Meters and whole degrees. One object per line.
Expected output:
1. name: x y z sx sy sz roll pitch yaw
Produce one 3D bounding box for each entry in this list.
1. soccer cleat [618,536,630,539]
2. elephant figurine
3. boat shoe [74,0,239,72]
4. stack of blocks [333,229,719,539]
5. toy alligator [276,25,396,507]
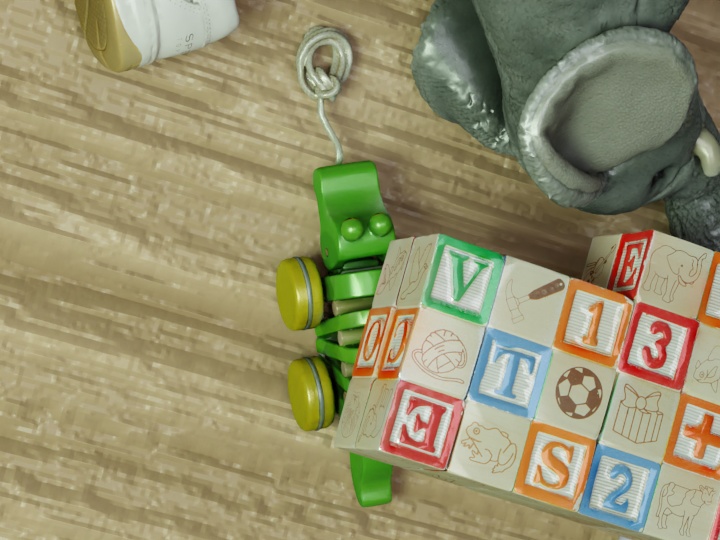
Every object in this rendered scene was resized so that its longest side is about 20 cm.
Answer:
1. soccer cleat: 0.137 0.126 1.062 0.068 0.073 0.201 30 84 -17
2. elephant figurine: 0.093 -0.082 1.015 0.154 0.142 0.201 10 108 10
3. boat shoe: -0.090 -0.182 0.975 0.069 0.071 0.201 -15 104 -20
4. stack of blocks: 0.102 0.044 0.994 0.199 0.059 0.116 18 82 -17
5. toy alligator: 0.000 0.000 1.020 0.059 0.054 0.201 -8 96 -18
